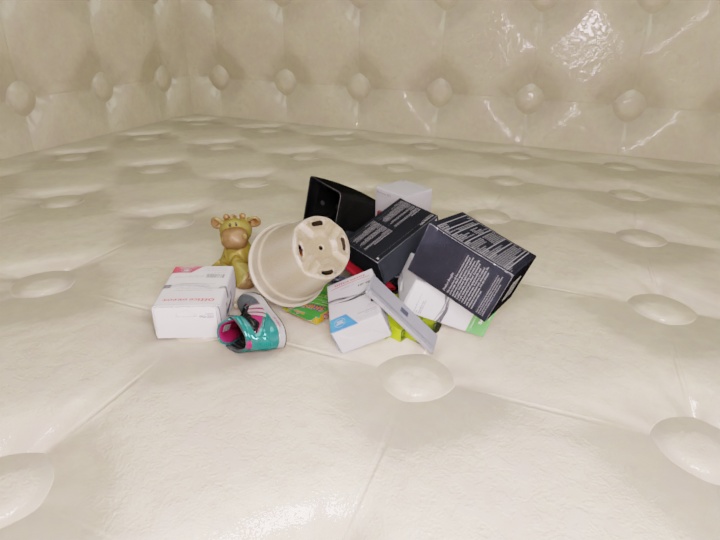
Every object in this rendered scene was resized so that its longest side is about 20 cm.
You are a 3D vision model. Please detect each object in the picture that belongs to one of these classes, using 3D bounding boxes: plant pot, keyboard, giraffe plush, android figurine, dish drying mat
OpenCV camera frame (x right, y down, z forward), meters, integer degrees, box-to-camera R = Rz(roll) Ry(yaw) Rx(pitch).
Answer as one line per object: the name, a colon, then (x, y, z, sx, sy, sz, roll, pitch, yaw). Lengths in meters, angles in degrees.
plant pot: (-0.122, -0.031, 1.134, 0.199, 0.202, 0.183, -16, -3, -32)
keyboard: (0.089, 0.092, 1.084, 0.200, 0.011, 0.056, 44, 35, -14)
giraffe plush: (-0.319, -0.062, 1.366, 0.171, 0.163, 0.200, -14, 30, -27)
android figurine: (0.081, 0.102, 1.194, 0.199, 0.041, 0.181, 26, 35, 37)
dish drying mat: (0.000, 0.000, 1.308, 0.076, 0.018, 0.200, -5, 33, -40)
plant pot: (-0.048, -0.159, 1.561, 0.176, 0.202, 0.199, -3, 24, -32)

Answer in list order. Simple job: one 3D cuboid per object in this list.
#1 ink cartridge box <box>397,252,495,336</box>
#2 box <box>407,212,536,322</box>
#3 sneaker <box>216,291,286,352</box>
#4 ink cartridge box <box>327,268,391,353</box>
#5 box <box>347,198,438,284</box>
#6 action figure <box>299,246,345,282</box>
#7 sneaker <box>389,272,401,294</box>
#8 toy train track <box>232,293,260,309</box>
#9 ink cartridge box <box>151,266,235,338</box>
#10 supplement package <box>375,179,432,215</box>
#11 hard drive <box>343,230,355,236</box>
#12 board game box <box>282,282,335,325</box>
ink cartridge box: (0.193, 0.053, 1.181, 0.198, 0.085, 0.146, 19, 25, -9)
box: (0.240, -0.016, 1.110, 0.198, 0.124, 0.200, 36, 28, 20)
sneaker: (-0.254, 0.112, 1.114, 0.120, 0.084, 0.200, -6, 26, -35)
ink cartridge box: (-0.009, 0.073, 1.139, 0.115, 0.067, 0.201, -22, 35, 8)
box: (0.080, -0.076, 1.276, 0.200, 0.079, 0.141, -38, 41, -19)
action figure: (-0.123, -0.030, 1.328, 0.199, 0.106, 0.193, 11, -2, 37)
sneaker: (0.047, 0.003, 1.350, 0.199, 0.076, 0.115, 10, 25, 12)
toy train track: (-0.209, 0.063, 1.263, 0.199, 0.033, 0.115, -17, 20, -17)
ink cartridge box: (-0.373, 0.068, 1.189, 0.144, 0.086, 0.200, -1, 24, -4)
supplement package: (0.121, -0.146, 1.516, 0.119, 0.202, 0.121, -19, 32, -36)
hard drive: (-0.007, -0.073, 1.418, 0.199, 0.033, 0.139, 6, -10, -40)
board game box: (-0.087, 0.075, 1.253, 0.095, 0.030, 0.199, 18, 28, 34)
